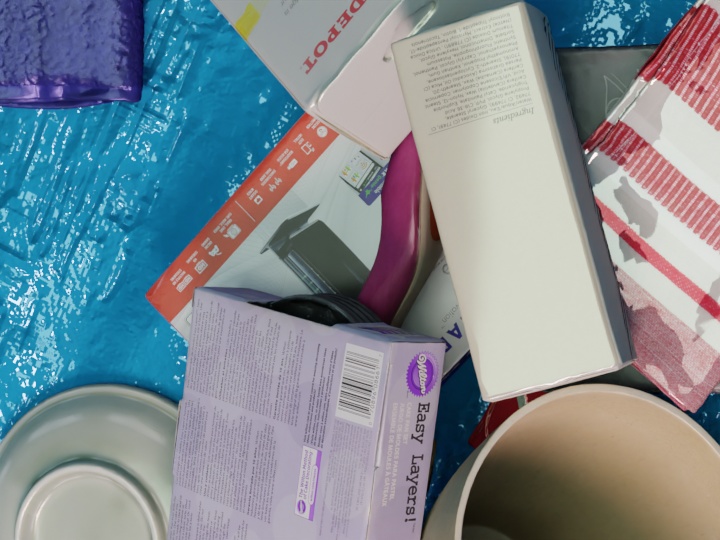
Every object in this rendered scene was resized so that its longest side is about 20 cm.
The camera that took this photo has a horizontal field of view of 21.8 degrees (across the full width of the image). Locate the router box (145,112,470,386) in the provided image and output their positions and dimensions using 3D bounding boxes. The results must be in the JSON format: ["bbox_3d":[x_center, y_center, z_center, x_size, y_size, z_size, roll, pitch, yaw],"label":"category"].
[{"bbox_3d":[-0.008,0.006,1.192,0.179,0.049,0.200,45,103,9],"label":"router box"}]

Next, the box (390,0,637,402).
[{"bbox_3d":[0.084,-0.036,1.010,0.081,0.068,0.202,-14,87,16],"label":"box"}]

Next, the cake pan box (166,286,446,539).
[{"bbox_3d":[-0.039,0.114,1.102,0.183,0.052,0.202,11,97,45],"label":"cake pan box"}]

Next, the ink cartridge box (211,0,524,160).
[{"bbox_3d":[-0.009,-0.185,1.119,0.145,0.083,0.200,-49,49,12],"label":"ink cartridge box"}]

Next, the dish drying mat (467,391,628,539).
[{"bbox_3d":[0.162,0.130,1.150,0.199,0.018,0.077,33,98,22],"label":"dish drying mat"}]

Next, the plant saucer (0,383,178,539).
[{"bbox_3d":[-0.173,0.178,1.248,0.198,0.050,0.202,1,93,15],"label":"plant saucer"}]

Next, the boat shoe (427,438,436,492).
[{"bbox_3d":[-0.009,0.188,1.176,0.070,0.070,0.202,20,108,1],"label":"boat shoe"}]

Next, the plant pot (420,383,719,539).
[{"bbox_3d":[0.102,0.179,1.086,0.185,0.200,0.189,6,73,-19],"label":"plant pot"}]

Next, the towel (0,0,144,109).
[{"bbox_3d":[-0.211,-0.208,1.242,0.146,0.050,0.202,1,93,8],"label":"towel"}]

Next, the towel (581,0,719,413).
[{"bbox_3d":[0.191,-0.042,1.029,0.144,0.023,0.201,40,102,9],"label":"towel"}]

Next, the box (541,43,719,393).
[{"bbox_3d":[0.207,-0.031,1.095,0.198,0.117,0.199,0,93,17],"label":"box"}]

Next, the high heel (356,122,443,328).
[{"bbox_3d":[0.000,0.000,1.131,0.095,0.067,0.202,5,92,18],"label":"high heel"}]
